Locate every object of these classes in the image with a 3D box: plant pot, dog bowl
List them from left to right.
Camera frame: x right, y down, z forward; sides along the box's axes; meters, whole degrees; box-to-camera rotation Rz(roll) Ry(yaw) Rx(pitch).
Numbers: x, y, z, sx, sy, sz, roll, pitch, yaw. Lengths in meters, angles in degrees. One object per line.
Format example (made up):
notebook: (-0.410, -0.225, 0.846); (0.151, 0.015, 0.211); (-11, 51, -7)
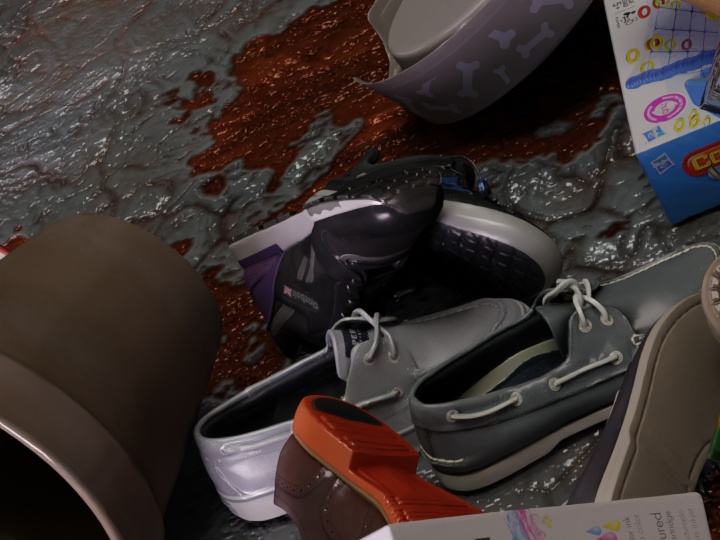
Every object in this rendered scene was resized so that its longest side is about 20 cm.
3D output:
plant pot: (-0.168, 0.066, 1.369); (0.200, 0.200, 0.174); (1, 45, 39)
dog bowl: (0.082, -0.176, 1.559); (0.200, 0.059, 0.200); (-41, 21, 20)

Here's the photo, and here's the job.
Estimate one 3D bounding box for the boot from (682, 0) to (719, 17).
boot: (0.190, -0.147, 1.348); (0.200, 0.066, 0.175); (34, 96, 39)

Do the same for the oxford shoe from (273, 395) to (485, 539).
oxford shoe: (0.021, 0.144, 1.261); (0.200, 0.071, 0.073); (46, 116, 48)

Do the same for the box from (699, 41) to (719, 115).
box: (0.265, -0.072, 1.159); (0.200, 0.137, 0.038); (18, 87, 3)

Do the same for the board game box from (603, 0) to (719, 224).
board game box: (0.247, -0.139, 1.433); (0.196, 0.056, 0.200); (-23, 35, 14)

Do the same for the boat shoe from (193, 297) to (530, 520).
boat shoe: (0.002, 0.063, 1.354); (0.201, 0.072, 0.070); (-30, 33, 1)

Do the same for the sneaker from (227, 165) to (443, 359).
sneaker: (0.000, 0.000, 1.389); (0.076, 0.088, 0.200); (-18, -2, -27)

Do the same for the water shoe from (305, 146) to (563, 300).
water shoe: (0.048, -0.038, 1.445); (0.200, 0.072, 0.079); (11, 54, 46)

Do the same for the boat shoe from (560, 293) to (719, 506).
boat shoe: (0.137, 0.083, 1.222); (0.063, 0.073, 0.200); (-27, 21, 39)

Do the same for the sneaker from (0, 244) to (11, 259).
sneaker: (-0.207, 0.063, 1.544); (0.200, 0.078, 0.116); (29, 84, 50)

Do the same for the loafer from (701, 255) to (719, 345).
loafer: (0.257, -0.009, 1.246); (0.200, 0.068, 0.076); (-22, 67, -11)

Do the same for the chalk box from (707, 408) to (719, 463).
chalk box: (0.272, 0.034, 1.101); (0.200, 0.124, 0.125); (16, 50, 11)

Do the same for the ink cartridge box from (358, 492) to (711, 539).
ink cartridge box: (0.059, 0.164, 1.047); (0.067, 0.200, 0.117); (-38, 60, 57)

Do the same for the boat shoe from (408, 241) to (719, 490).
boat shoe: (0.114, 0.039, 1.305); (0.200, 0.062, 0.073); (-33, 33, -2)
